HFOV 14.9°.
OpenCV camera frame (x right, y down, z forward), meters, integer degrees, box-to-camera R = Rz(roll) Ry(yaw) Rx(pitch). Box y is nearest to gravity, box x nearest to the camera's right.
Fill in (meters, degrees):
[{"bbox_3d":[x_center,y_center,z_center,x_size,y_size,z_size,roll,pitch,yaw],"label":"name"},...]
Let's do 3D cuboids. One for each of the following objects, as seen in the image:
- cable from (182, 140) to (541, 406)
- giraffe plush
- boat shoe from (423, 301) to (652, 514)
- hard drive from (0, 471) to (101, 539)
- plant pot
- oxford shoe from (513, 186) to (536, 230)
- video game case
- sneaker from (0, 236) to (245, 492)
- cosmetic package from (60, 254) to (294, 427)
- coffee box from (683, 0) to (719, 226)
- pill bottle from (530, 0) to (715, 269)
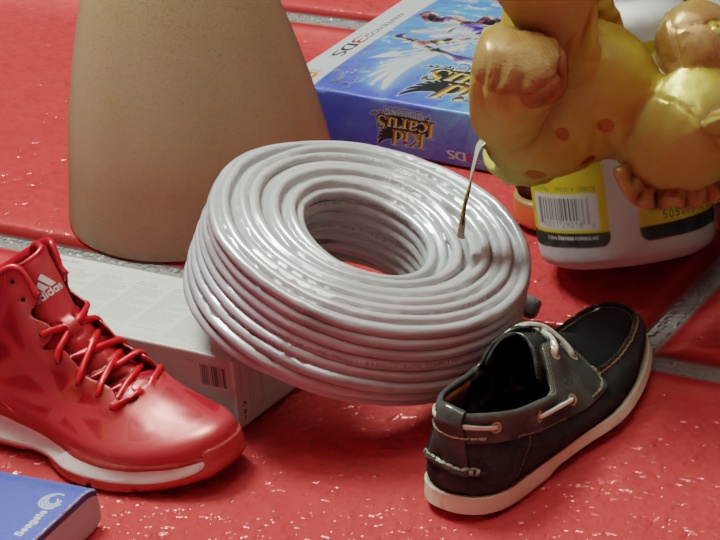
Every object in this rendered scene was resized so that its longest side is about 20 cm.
[{"bbox_3d":[0.000,0.000,1.579,0.199,0.069,0.200,28,34,16],"label":"cable"},{"bbox_3d":[0.149,-0.102,1.539,0.161,0.201,0.173,10,16,7],"label":"giraffe plush"},{"bbox_3d":[0.102,0.061,1.520,0.072,0.068,0.200,9,29,34],"label":"boat shoe"},{"bbox_3d":[-0.259,0.143,1.491,0.199,0.025,0.132,8,30,28],"label":"hard drive"},{"bbox_3d":[-0.115,-0.136,1.815,0.186,0.201,0.188,-5,27,3],"label":"plant pot"},{"bbox_3d":[0.186,-0.088,1.785,0.199,0.073,0.071,-22,29,-27],"label":"oxford shoe"},{"bbox_3d":[0.075,-0.136,1.940,0.199,0.046,0.181,12,33,33],"label":"video game case"},{"bbox_3d":[-0.158,0.050,1.550,0.199,0.116,0.078,9,31,30],"label":"sneaker"},{"bbox_3d":[-0.131,0.041,1.634,0.199,0.051,0.082,11,31,32],"label":"cosmetic package"},{"bbox_3d":[0.316,-0.098,1.631,0.199,0.199,0.200,-12,28,-5],"label":"coffee box"},{"bbox_3d":[0.151,-0.109,1.672,0.111,0.201,0.111,-7,11,1],"label":"pill bottle"}]
